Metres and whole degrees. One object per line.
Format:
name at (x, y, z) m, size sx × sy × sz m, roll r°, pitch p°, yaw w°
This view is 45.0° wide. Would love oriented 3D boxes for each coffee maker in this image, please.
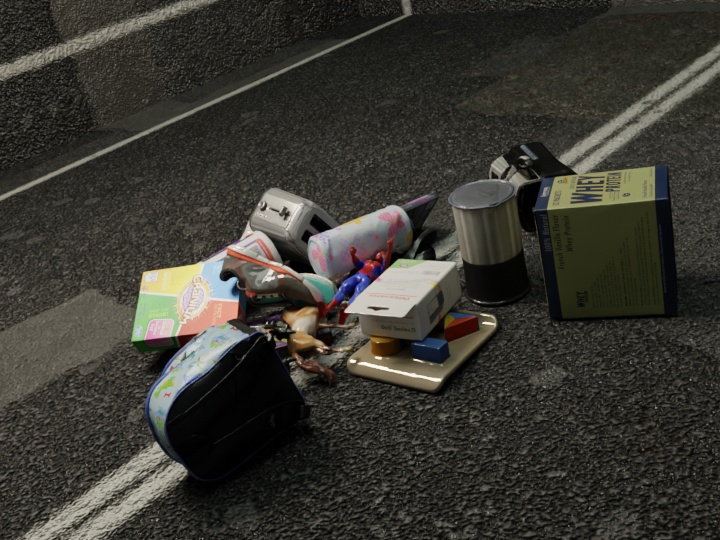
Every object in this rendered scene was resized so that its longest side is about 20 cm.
coffee maker at (0.377, -0.171, 1.768) m, size 0.190 × 0.136 × 0.200 m, roll 7°, pitch 25°, yaw -12°

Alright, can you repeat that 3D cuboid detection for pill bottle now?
pill bottle at (-0.257, 0.016, 1.694) m, size 0.199 × 0.112 × 0.111 m, roll -31°, pitch 30°, yaw -21°

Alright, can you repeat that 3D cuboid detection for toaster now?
toaster at (-0.121, -0.078, 1.773) m, size 0.129 × 0.200 × 0.114 m, roll 19°, pitch 75°, yaw 43°

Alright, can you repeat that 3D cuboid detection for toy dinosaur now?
toy dinosaur at (-0.178, 0.130, 1.387) m, size 0.135 × 0.103 × 0.200 m, roll 7°, pitch 2°, yaw -26°

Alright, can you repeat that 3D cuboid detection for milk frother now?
milk frother at (0.175, -0.041, 1.510) m, size 0.199 × 0.189 × 0.180 m, roll -25°, pitch 27°, yaw -21°

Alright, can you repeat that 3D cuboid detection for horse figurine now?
horse figurine at (-0.076, 0.108, 1.454) m, size 0.131 × 0.050 × 0.201 m, roll -2°, pitch 36°, yaw 3°

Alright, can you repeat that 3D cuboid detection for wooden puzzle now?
wooden puzzle at (0.099, 0.110, 1.410) m, size 0.184 × 0.047 × 0.200 m, roll 8°, pitch 34°, yaw 37°

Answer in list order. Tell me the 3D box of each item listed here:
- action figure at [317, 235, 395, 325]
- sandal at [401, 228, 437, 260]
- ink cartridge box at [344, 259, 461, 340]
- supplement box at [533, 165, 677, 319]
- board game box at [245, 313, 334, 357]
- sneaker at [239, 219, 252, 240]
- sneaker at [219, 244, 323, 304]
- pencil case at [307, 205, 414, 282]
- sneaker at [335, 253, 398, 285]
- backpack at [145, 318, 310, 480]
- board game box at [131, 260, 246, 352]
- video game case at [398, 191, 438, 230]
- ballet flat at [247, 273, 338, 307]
action figure at (0.000, 0.000, 1.497) m, size 0.065 × 0.100 × 0.200 m, roll 18°, pitch 34°, yaw 20°
sandal at (0.101, -0.003, 1.626) m, size 0.048 × 0.076 × 0.201 m, roll 28°, pitch 50°, yaw 15°
ink cartridge box at (0.071, 0.054, 1.415) m, size 0.116 × 0.068 × 0.200 m, roll 4°, pitch 27°, yaw 31°
supplement box at (0.396, -0.043, 1.391) m, size 0.198 × 0.201 × 0.134 m, roll -4°, pitch 26°, yaw 21°
board game box at (-0.153, 0.118, 1.541) m, size 0.198 × 0.033 × 0.120 m, roll -15°, pitch 30°, yaw -5°
sneaker at (-0.232, -0.055, 1.835) m, size 0.199 × 0.100 × 0.075 m, roll -30°, pitch 0°, yaw -39°
sneaker at (-0.159, 0.028, 1.521) m, size 0.199 × 0.077 × 0.082 m, roll 24°, pitch 81°, yaw 19°
pencil case at (0.001, -0.050, 1.604) m, size 0.199 × 0.091 × 0.083 m, roll -22°, pitch 16°, yaw -24°
sneaker at (0.038, -0.010, 1.671) m, size 0.199 × 0.076 × 0.115 m, roll -28°, pitch 40°, yaw -18°
backpack at (-0.207, 0.190, 1.255) m, size 0.200 × 0.184 × 0.146 m, roll -40°, pitch 31°, yaw -25°
board game box at (-0.305, 0.062, 1.573) m, size 0.198 × 0.040 × 0.154 m, roll -8°, pitch 55°, yaw 11°
video game case at (0.054, -0.086, 1.751) m, size 0.199 × 0.019 × 0.143 m, roll -24°, pitch -16°, yaw -20°
ballet flat at (-0.118, 0.038, 1.591) m, size 0.198 × 0.068 × 0.062 m, roll 3°, pitch 1°, yaw 25°
